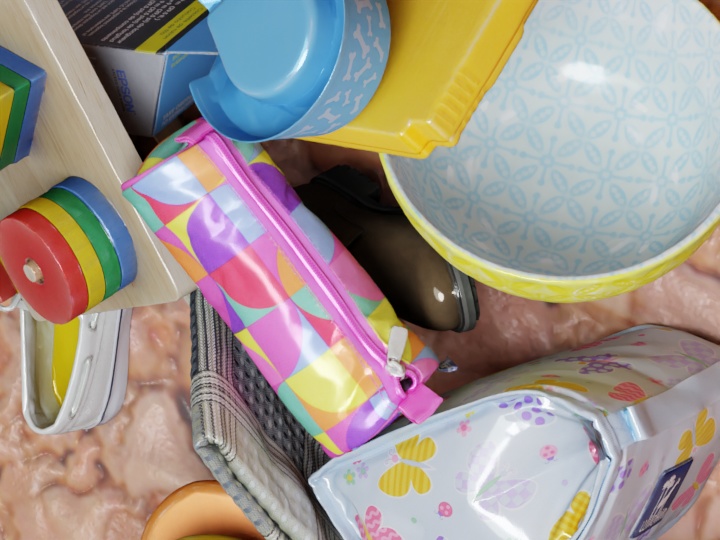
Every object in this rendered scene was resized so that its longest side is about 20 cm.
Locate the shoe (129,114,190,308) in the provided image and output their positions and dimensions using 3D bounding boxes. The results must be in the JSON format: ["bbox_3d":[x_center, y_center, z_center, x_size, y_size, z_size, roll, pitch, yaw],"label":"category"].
[{"bbox_3d":[-0.122,-0.049,1.623,0.070,0.053,0.200,-28,84,36],"label":"shoe"}]

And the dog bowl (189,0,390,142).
[{"bbox_3d":[-0.048,-0.154,1.346,0.111,0.050,0.200,-39,58,31],"label":"dog bowl"}]

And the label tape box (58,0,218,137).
[{"bbox_3d":[-0.115,-0.140,1.535,0.200,0.144,0.063,10,127,33],"label":"label tape box"}]

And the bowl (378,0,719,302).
[{"bbox_3d":[0.109,-0.061,1.414,0.200,0.200,0.108,42,164,20],"label":"bowl"}]

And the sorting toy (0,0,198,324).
[{"bbox_3d":[-0.205,-0.055,1.489,0.199,0.070,0.200,-9,111,58],"label":"sorting toy"}]

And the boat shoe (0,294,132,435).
[{"bbox_3d":[-0.194,0.010,1.667,0.074,0.086,0.203,17,110,31],"label":"boat shoe"}]

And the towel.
[{"bbox_3d":[-0.033,0.093,1.481,0.034,0.193,0.200,-27,124,16],"label":"towel"}]

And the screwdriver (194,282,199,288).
[{"bbox_3d":[-0.030,0.028,1.495,0.029,0.200,0.028,-2,76,29],"label":"screwdriver"}]

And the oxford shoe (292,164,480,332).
[{"bbox_3d":[0.000,0.000,1.484,0.200,0.084,0.073,25,131,58],"label":"oxford shoe"}]

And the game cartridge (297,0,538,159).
[{"bbox_3d":[0.035,-0.152,1.378,0.176,0.032,0.200,14,71,54],"label":"game cartridge"}]

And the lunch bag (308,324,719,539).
[{"bbox_3d":[0.105,0.109,1.431,0.200,0.169,0.127,-28,86,35],"label":"lunch bag"}]

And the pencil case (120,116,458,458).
[{"bbox_3d":[-0.038,0.006,1.397,0.088,0.088,0.200,-38,95,34],"label":"pencil case"}]

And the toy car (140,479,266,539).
[{"bbox_3d":[-0.072,0.214,1.592,0.175,0.150,0.200,-15,123,8],"label":"toy car"}]
